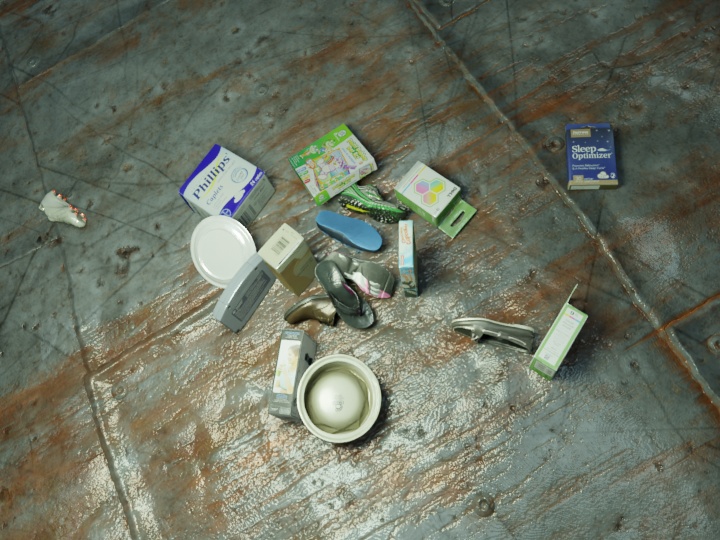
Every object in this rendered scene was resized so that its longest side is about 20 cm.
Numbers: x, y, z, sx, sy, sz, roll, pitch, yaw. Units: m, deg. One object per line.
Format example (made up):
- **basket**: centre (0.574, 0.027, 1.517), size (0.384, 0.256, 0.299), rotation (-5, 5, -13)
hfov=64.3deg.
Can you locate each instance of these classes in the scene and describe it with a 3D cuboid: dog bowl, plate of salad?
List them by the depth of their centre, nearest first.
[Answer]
- **dog bowl**: centre (-0.051, 0.303, 1.344), size (0.196, 0.074, 0.204), rotation (1, 69, -4)
- **plate of salad**: centre (-0.366, -0.051, 1.545), size (0.196, 0.048, 0.204), rotation (5, 108, 15)

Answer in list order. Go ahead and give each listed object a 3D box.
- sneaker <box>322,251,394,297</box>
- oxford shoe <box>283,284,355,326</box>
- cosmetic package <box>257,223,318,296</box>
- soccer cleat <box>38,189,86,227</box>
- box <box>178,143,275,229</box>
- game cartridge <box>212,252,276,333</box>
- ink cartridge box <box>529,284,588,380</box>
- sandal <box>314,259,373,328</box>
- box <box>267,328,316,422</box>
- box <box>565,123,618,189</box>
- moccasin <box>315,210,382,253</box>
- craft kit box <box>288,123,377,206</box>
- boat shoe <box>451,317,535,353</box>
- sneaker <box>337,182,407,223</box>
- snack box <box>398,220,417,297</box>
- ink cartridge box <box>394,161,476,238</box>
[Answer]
- **sneaker**: centre (0.000, 0.000, 1.474), size (0.198, 0.086, 0.081), rotation (28, 97, -2)
- **oxford shoe**: centre (-0.100, 0.105, 1.453), size (0.197, 0.073, 0.086), rotation (-18, 70, 4)
- **cosmetic package**: centre (-0.174, -0.022, 1.448), size (0.071, 0.200, 0.106), rotation (37, 80, 21)
- **soccer cleat**: centre (-0.897, -0.169, 1.727), size (0.199, 0.069, 0.078), rotation (34, 83, 28)
- **box**: centre (-0.378, -0.224, 1.621), size (0.198, 0.105, 0.185), rotation (30, 76, 21)
- **game cartridge**: centre (-0.295, 0.056, 1.477), size (0.040, 0.133, 0.202), rotation (29, 76, 19)
- **ink cartridge box**: centre (0.464, 0.143, 1.308), size (0.059, 0.104, 0.201), rotation (30, 76, 20)
- **sandal**: centre (-0.042, 0.064, 1.407), size (0.075, 0.048, 0.201), rotation (-41, 95, -10)
- **box**: centre (-0.162, 0.254, 1.382), size (0.059, 0.117, 0.204), rotation (3, 70, 14)
- **box**: centre (0.603, -0.308, 1.502), size (0.119, 0.032, 0.204), rotation (0, 68, 12)
- **moccasin**: centre (-0.026, -0.101, 1.525), size (0.198, 0.069, 0.081), rotation (30, 69, 19)
- **craft kit box**: centre (-0.081, -0.299, 1.600), size (0.196, 0.049, 0.201), rotation (-31, 51, -5)
- **boat shoe**: centre (0.312, 0.154, 1.355), size (0.196, 0.067, 0.058), rotation (6, 65, 10)
- **sneaker**: centre (0.039, -0.190, 1.540), size (0.197, 0.078, 0.086), rotation (23, 73, 19)
- **snack box**: centre (0.117, -0.023, 1.390), size (0.036, 0.201, 0.118), rotation (-2, 67, 8)
- **ink cartridge box**: centre (0.197, -0.189, 1.509), size (0.199, 0.059, 0.104), rotation (39, 80, 23)
